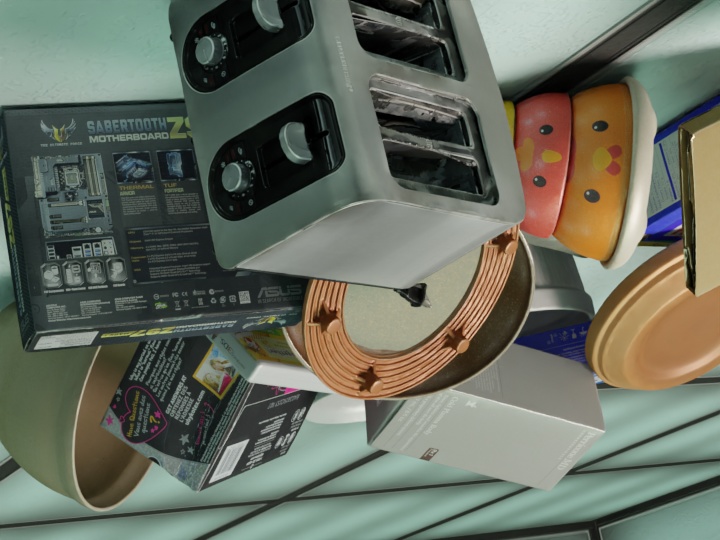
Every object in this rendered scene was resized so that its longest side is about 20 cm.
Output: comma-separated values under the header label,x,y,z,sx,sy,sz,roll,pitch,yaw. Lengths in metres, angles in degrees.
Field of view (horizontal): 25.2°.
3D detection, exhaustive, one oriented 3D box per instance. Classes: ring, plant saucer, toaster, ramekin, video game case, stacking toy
label,x,y,z,sx,sy,sz,roll,pitch,yaw
ring,0.042,0.006,1.139,0.199,0.019,0.202,-25,134,-29
plant saucer,0.298,0.043,1.461,0.198,0.038,0.201,-19,142,-15
toaster,-0.003,-0.088,0.978,0.118,0.183,0.199,-26,157,37
plant saucer,0.033,0.010,1.232,0.198,0.037,0.202,-4,125,-5
ramekin,0.119,0.019,1.547,0.198,0.106,0.200,-10,164,-3
video game case,-0.084,0.039,1.373,0.023,0.182,0.199,-53,149,14
stacking toy,0.117,-0.081,1.226,0.197,0.148,0.146,5,162,-2

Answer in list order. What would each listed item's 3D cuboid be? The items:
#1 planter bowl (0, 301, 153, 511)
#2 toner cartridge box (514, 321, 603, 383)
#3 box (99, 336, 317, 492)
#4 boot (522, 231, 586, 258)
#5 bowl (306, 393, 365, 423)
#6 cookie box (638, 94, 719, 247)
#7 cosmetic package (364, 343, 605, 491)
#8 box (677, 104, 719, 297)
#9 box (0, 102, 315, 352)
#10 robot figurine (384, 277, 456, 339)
label,x,y,z,sx,sy,sz,roll,pitch,yaw
planter bowl,-0.261,0.100,1.440,0.133,0.202,0.200,13,171,18
toner cartridge box,0.169,0.094,1.566,0.198,0.044,0.095,-13,161,5
box,-0.121,0.099,1.429,0.133,0.114,0.200,-62,164,13
boot,0.122,-0.048,1.424,0.130,0.069,0.199,-17,156,32
bowl,0.025,0.099,1.769,0.199,0.091,0.201,-11,163,-3
cookie box,0.334,-0.088,1.395,0.170,0.076,0.200,0,160,-32
cosmetic package,0.112,0.123,1.469,0.198,0.091,0.107,17,133,-19
box,0.337,-0.084,1.261,0.198,0.021,0.165,-26,132,-15
box,-0.141,-0.034,1.100,0.198,0.160,0.051,-5,163,-23
robot figurine,0.000,0.000,1.337,0.198,0.171,0.113,6,-147,24
